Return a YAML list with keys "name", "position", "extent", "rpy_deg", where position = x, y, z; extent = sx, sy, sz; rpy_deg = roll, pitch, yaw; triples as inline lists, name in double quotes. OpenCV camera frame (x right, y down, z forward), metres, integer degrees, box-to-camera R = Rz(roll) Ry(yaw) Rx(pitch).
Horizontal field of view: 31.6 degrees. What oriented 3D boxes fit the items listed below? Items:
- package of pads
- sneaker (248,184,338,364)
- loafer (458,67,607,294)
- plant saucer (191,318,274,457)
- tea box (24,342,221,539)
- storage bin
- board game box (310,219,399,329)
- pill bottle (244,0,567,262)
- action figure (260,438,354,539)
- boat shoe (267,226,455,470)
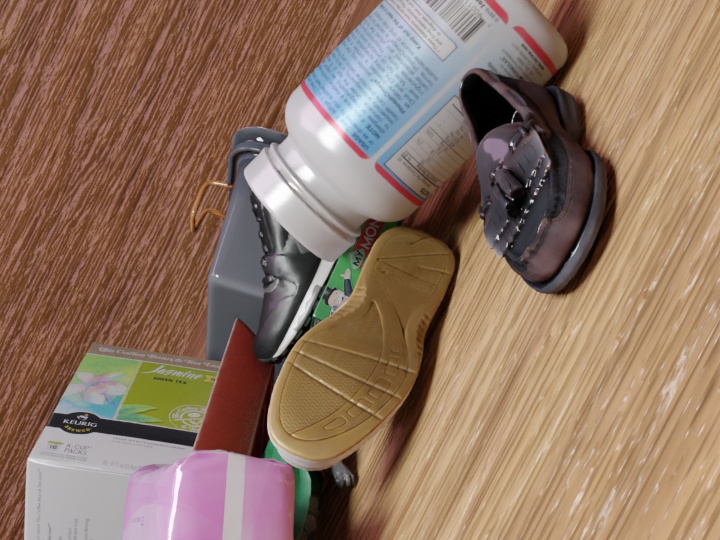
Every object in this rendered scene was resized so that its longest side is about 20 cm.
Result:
- name: "package of pads"
  position: [-0.086, 0.197, 0.661]
  extent: [0.120, 0.075, 0.201]
  rpy_deg: [149, 126, -67]
- name: "sneaker"
  position: [-0.049, -0.034, 0.930]
  extent: [0.076, 0.087, 0.201]
  rpy_deg: [84, -151, -87]
- name: "loafer"
  position: [0.078, -0.053, 0.652]
  extent: [0.072, 0.063, 0.200]
  rpy_deg: [-60, 10, 24]
- name: "plant saucer"
  position: [-0.093, 0.167, 0.915]
  extent: [0.200, 0.037, 0.200]
  rpy_deg: [-80, -4, -64]
- name: "tea box"
  position: [-0.180, 0.193, 1.018]
  extent: [0.197, 0.133, 0.201]
  rpy_deg: [-85, 3, -67]
- name: "storage bin"
  position: [-0.079, -0.003, 1.059]
  extent: [0.200, 0.145, 0.135]
  rpy_deg: [104, -177, -59]
- name: "board game box"
  position: [0.000, 0.000, 0.940]
  extent: [0.200, 0.029, 0.135]
  rpy_deg: [107, -174, -75]
- name: "pill bottle"
  position: [0.025, -0.103, 0.797]
  extent: [0.200, 0.109, 0.109]
  rpy_deg: [-43, 13, 9]
- name: "action figure"
  position: [-0.041, 0.142, 0.814]
  extent: [0.200, 0.054, 0.118]
  rpy_deg: [-84, 20, -54]
- name: "boat shoe"
  position: [0.002, 0.057, 0.771]
  extent: [0.200, 0.071, 0.069]
  rpy_deg: [-53, -13, -45]
